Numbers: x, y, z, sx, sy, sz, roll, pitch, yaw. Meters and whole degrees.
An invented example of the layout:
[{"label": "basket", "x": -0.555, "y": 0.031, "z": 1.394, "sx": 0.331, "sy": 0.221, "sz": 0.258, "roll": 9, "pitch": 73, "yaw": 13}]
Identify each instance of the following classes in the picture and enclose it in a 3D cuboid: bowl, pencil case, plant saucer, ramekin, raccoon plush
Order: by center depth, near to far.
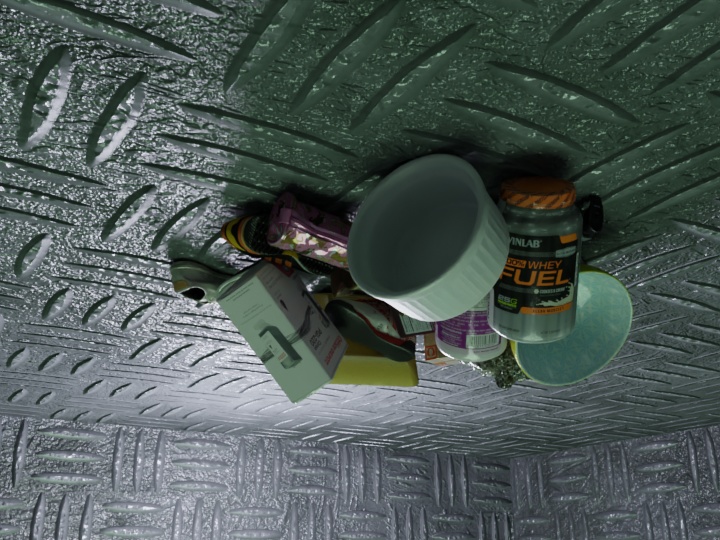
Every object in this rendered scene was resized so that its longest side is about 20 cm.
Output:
[{"label": "ramekin", "x": 0.088, "y": -0.035, "z": 0.971, "sx": 0.199, "sy": 0.202, "sz": 0.098, "roll": -15, "pitch": 143, "yaw": 34}, {"label": "pencil case", "x": -0.038, "y": -0.044, "z": 1.108, "sx": 0.198, "sy": 0.083, "sz": 0.087, "roll": 20, "pitch": 135, "yaw": -25}, {"label": "bowl", "x": 0.310, "y": 0.066, "z": 1.209, "sx": 0.198, "sy": 0.108, "sz": 0.202, "roll": -7, "pitch": 119, "yaw": -13}, {"label": "raccoon plush", "x": 0.257, "y": 0.111, "z": 1.277, "sx": 0.199, "sy": 0.097, "sz": 0.134, "roll": -36, "pitch": 150, "yaw": 8}, {"label": "plant saucer", "x": 0.008, "y": 0.115, "z": 1.429, "sx": 0.197, "sy": 0.202, "sz": 0.049, "roll": 4, "pitch": 138, "yaw": -11}]

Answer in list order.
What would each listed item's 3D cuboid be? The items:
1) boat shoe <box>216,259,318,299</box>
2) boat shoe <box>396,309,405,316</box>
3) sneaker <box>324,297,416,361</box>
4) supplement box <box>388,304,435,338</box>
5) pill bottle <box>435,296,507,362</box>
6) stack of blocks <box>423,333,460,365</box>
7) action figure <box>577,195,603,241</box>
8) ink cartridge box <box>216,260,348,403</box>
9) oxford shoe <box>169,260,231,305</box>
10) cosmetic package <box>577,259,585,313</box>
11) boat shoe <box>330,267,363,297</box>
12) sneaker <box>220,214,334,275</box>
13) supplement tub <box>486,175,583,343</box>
[{"label": "boat shoe", "x": -0.150, "y": 0.007, "z": 1.306, "sx": 0.198, "sy": 0.076, "sz": 0.060, "roll": -16, "pitch": -166, "yaw": 14}, {"label": "boat shoe", "x": 0.086, "y": -0.006, "z": 1.197, "sx": 0.063, "sy": 0.073, "sz": 0.202, "roll": -20, "pitch": 141, "yaw": -24}, {"label": "sneaker", "x": 0.020, "y": 0.071, "z": 1.343, "sx": 0.201, "sy": 0.109, "sz": 0.067, "roll": 33, "pitch": 137, "yaw": -30}, {"label": "supplement box", "x": 0.157, "y": 0.041, "z": 1.295, "sx": 0.198, "sy": 0.087, "sz": 0.110, "roll": -13, "pitch": -167, "yaw": 30}, {"label": "pill bottle", "x": 0.166, "y": 0.023, "z": 1.150, "sx": 0.111, "sy": 0.202, "sz": 0.113, "roll": -1, "pitch": -158, "yaw": 1}, {"label": "stack of blocks", "x": 0.220, "y": 0.110, "z": 1.500, "sx": 0.198, "sy": 0.117, "sz": 0.058, "roll": -16, "pitch": 154, "yaw": 35}, {"label": "action figure", "x": 0.281, "y": -0.046, "z": 1.166, "sx": 0.129, "sy": 0.070, "sz": 0.200, "roll": 0, "pitch": 164, "yaw": -20}, {"label": "ink cartridge box", "x": -0.116, "y": 0.086, "z": 1.214, "sx": 0.084, "sy": 0.201, "sz": 0.146, "roll": -31, "pitch": -171, "yaw": 17}, {"label": "oxford shoe", "x": -0.261, "y": 0.037, "z": 1.387, "sx": 0.075, "sy": 0.058, "sz": 0.199, "roll": -17, "pitch": 156, "yaw": 31}, {"label": "cosmetic package", "x": 0.294, "y": 0.046, "z": 1.346, "sx": 0.198, "sy": 0.108, "sz": 0.090, "roll": -10, "pitch": 158, "yaw": 28}, {"label": "boat shoe", "x": 0.000, "y": 0.000, "z": 1.285, "sx": 0.062, "sy": 0.074, "sz": 0.200, "roll": -1, "pitch": 172, "yaw": -17}, {"label": "sneaker", "x": -0.122, "y": -0.043, "z": 1.185, "sx": 0.089, "sy": 0.071, "sz": 0.199, "roll": 8, "pitch": 173, "yaw": 43}, {"label": "supplement tub", "x": 0.231, "y": -0.016, "z": 1.031, "sx": 0.121, "sy": 0.202, "sz": 0.123, "roll": -2, "pitch": -159, "yaw": 1}]
